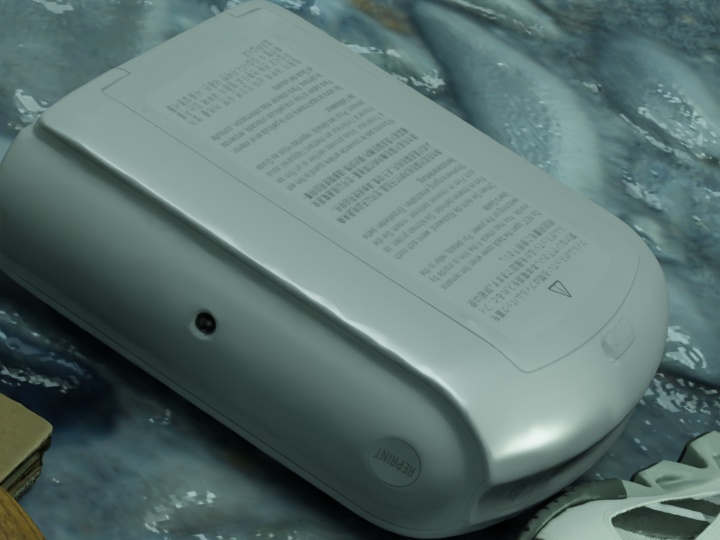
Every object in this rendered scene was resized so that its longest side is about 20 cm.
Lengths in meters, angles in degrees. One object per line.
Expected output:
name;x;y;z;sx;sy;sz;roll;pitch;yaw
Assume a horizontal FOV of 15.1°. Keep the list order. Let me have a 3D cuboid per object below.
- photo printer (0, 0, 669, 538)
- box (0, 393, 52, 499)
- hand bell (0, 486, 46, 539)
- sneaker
photo printer;0.000;0.000;0.890;0.200;0.069;0.166;33;32;12
box;-0.205;0.036;0.740;0.200;0.021;0.163;30;32;8
hand bell;-0.065;0.106;0.669;0.104;0.104;0.200;-8;39;-42
sneaker;0.092;0.107;0.788;0.088;0.074;0.200;37;34;23
